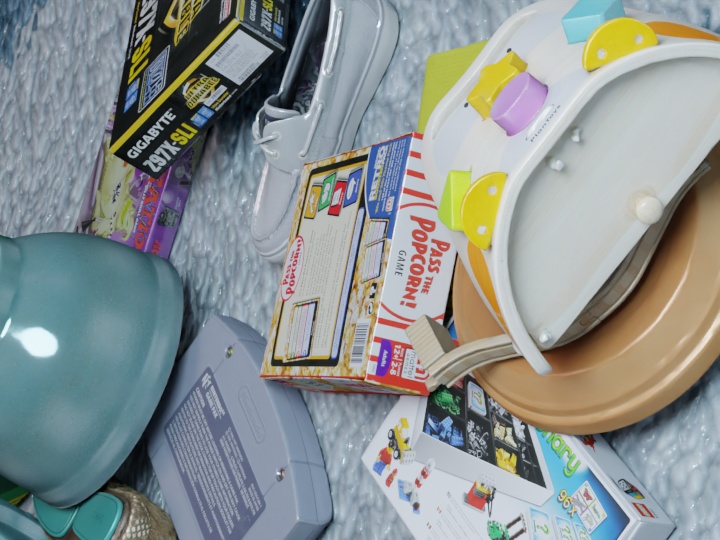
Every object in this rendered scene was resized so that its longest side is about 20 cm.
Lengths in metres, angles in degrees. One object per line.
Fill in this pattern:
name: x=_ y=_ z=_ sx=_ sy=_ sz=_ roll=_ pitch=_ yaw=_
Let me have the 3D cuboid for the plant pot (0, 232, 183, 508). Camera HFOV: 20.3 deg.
plant pot: x=-0.239 y=0.054 z=1.466 sx=0.200 sy=0.134 sz=0.202 roll=-38 pitch=37 yaw=35

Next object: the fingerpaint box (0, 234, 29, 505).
fingerpaint box: x=-0.318 y=0.099 z=1.677 sx=0.167 sy=0.073 sz=0.201 roll=-44 pitch=46 yaw=33

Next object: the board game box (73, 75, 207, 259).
board game box: x=-0.177 y=-0.064 z=1.595 sx=0.120 sy=0.032 sz=0.202 roll=20 pitch=94 yaw=49

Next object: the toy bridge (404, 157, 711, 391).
toy bridge: x=0.110 y=0.003 z=1.097 sx=0.200 sy=0.027 sz=0.067 roll=-41 pitch=49 yaw=16

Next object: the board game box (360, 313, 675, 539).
board game box: x=0.085 y=0.128 z=1.169 sx=0.127 sy=0.034 sz=0.200 roll=-57 pitch=44 yaw=21

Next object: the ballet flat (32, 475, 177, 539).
ballet flat: x=-0.186 y=0.184 z=1.477 sx=0.071 sy=0.065 sz=0.200 roll=-60 pitch=25 yaw=-3

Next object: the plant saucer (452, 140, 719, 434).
plant saucer: x=0.129 y=-0.009 z=1.131 sx=0.199 sy=0.037 sz=0.202 roll=-19 pitch=58 yaw=34

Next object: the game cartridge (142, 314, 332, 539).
game cartridge: x=-0.086 y=0.133 z=1.398 sx=0.134 sy=0.041 sz=0.201 roll=-56 pitch=41 yaw=29

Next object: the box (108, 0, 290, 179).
box: x=-0.114 y=-0.186 z=1.489 sx=0.160 sy=0.049 sz=0.201 roll=-43 pitch=30 yaw=35

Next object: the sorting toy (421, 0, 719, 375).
sorting toy: x=0.096 y=-0.079 z=1.082 sx=0.201 sy=0.107 sz=0.180 roll=-52 pitch=27 yaw=6

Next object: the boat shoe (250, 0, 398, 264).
boat shoe: x=-0.040 y=-0.103 z=1.394 sx=0.072 sy=0.068 sz=0.201 roll=44 pitch=112 yaw=50

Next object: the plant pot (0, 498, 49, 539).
plant pot: x=-0.292 y=0.275 z=1.500 sx=0.189 sy=0.200 sz=0.200 roll=-55 pitch=38 yaw=-1

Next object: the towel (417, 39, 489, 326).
towel: x=0.066 y=-0.048 z=1.285 sx=0.086 sy=0.018 sz=0.202 roll=-8 pitch=70 yaw=45

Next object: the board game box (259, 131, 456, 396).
board game box: x=0.000 y=0.000 z=1.278 sx=0.200 sy=0.046 sz=0.153 roll=175 pitch=108 yaw=-69
